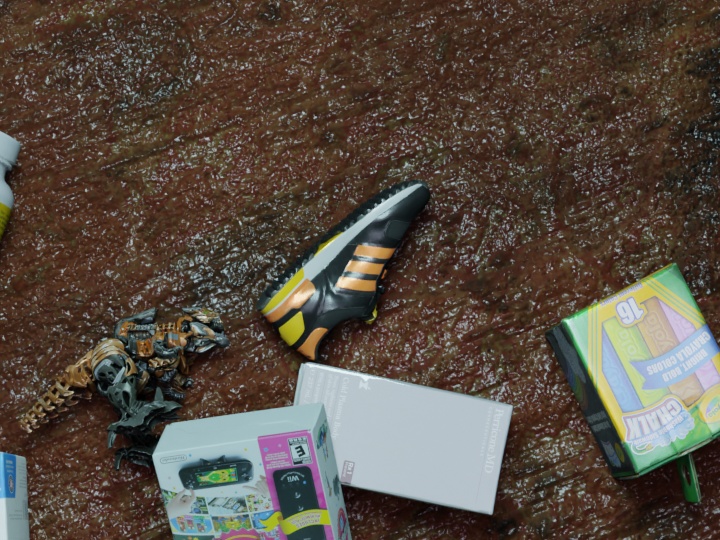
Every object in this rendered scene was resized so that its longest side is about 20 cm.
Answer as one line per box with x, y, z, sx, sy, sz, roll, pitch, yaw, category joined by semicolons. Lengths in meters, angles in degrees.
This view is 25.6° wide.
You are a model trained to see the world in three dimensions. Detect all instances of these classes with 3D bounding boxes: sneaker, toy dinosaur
0.000;0.000;1.504;0.200;0.070;0.090;-40;99;-6;sneaker
-0.213;0.108;1.478;0.199;0.102;0.136;-33;60;9;toy dinosaur

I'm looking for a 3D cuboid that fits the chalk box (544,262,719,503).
0.272;0.115;1.458;0.123;0.124;0.201;-26;84;-4;chalk box

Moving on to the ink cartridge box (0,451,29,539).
-0.337;0.269;1.426;0.066;0.116;0.202;-4;81;-2;ink cartridge box

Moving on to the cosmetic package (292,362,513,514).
0.035;0.156;1.465;0.198;0.090;0.108;9;84;4;cosmetic package

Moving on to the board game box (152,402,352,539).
-0.088;0.229;1.411;0.146;0.064;0.202;-9;110;9;board game box

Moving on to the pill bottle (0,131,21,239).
-0.390;-0.039;1.472;0.111;0.112;0.202;19;81;2;pill bottle
